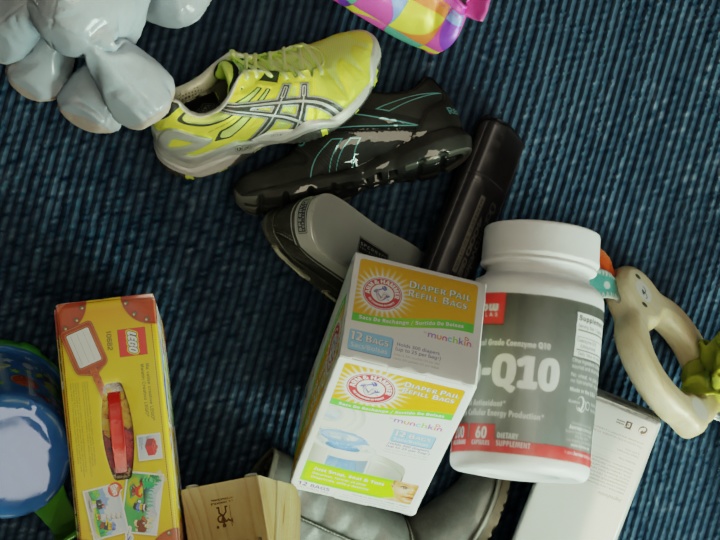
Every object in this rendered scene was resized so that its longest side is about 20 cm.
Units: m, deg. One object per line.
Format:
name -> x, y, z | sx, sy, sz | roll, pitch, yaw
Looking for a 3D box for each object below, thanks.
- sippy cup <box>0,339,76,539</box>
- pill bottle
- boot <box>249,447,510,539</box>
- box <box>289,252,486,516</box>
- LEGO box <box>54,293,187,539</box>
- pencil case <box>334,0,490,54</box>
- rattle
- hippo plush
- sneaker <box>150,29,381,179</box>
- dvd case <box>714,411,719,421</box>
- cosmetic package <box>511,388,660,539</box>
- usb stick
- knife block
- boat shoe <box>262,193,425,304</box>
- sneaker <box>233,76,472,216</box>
sippy cup -> -0.280, 0.131, 1.564 | 0.177, 0.130, 0.140 | 20, 94, -18
pill bottle -> 0.137, 0.066, 1.620 | 0.113, 0.114, 0.201 | 9, 80, -17
boot -> 0.006, 0.198, 1.693 | 0.200, 0.073, 0.182 | 31, 90, -12
box -> 0.020, 0.092, 1.590 | 0.112, 0.200, 0.102 | 14, 52, -6
LEGO box -> -0.181, 0.132, 1.545 | 0.077, 0.149, 0.201 | -7, 79, -4
pencil case -> 0.002, -0.247, 1.606 | 0.199, 0.088, 0.089 | 24, 92, -17
rattle -> 0.269, 0.030, 1.689 | 0.130, 0.143, 0.200 | -34, 93, -42
hippo plush -> -0.200, -0.221, 1.537 | 0.161, 0.159, 0.200 | -59, 142, -29
sneaker -> -0.073, -0.142, 1.593 | 0.200, 0.075, 0.077 | -28, 143, -11
dvd case -> 0.421, 0.097, 1.811 | 0.199, 0.022, 0.146 | 22, 93, -17
cosmetic package -> 0.183, 0.203, 1.707 | 0.085, 0.108, 0.201 | 22, 92, 6
usb stick -> 0.085, -0.033, 1.659 | 0.055, 0.033, 0.201 | 38, 68, -45
knife block -> -0.083, 0.248, 1.528 | 0.064, 0.200, 0.176 | -11, 79, 8
boat shoe -> 0.000, 0.000, 1.654 | 0.200, 0.064, 0.071 | 40, 55, -37
sneaker -> -0.012, -0.099, 1.643 | 0.199, 0.075, 0.080 | -17, 77, -8
